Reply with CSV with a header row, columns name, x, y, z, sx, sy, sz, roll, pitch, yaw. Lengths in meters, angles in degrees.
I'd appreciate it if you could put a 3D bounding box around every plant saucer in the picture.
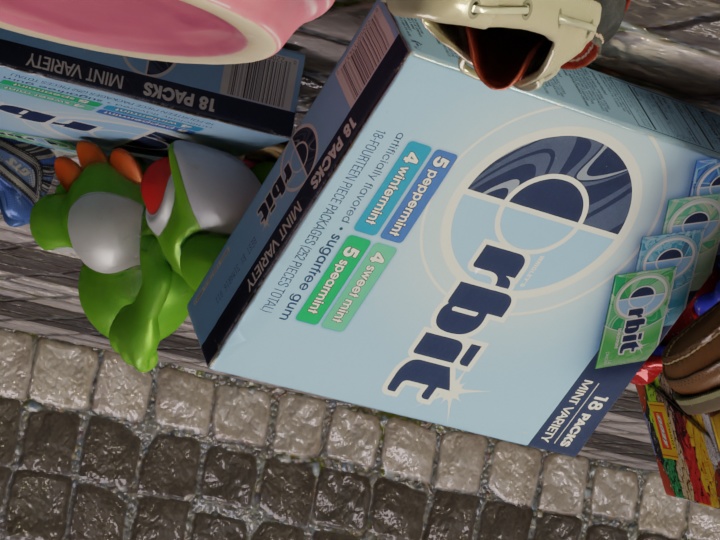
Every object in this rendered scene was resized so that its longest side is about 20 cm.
name,x,y,z,sx,sy,sz,roll,pitch,yaw
plant saucer,-0.099,-0.119,0.937,0.199,0.051,0.201,10,172,1

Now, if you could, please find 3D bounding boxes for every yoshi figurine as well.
name,x,y,z,sx,sy,sz,roll,pitch,yaw
yoshi figurine,-0.078,-0.004,1.252,0.199,0.113,0.112,7,180,44

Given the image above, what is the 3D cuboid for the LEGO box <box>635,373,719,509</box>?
name,x,y,z,sx,sy,sz,roll,pitch,yaw
LEGO box,0.261,0.060,1.354,0.198,0.078,0.149,-16,180,-6

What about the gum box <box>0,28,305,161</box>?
name,x,y,z,sx,sy,sz,roll,pitch,yaw
gum box,-0.139,-0.092,1.232,0.169,0.045,0.200,13,172,-19

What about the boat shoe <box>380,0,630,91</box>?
name,x,y,z,sx,sy,sz,roll,pitch,yaw
boat shoe,0.049,-0.094,0.871,0.071,0.063,0.200,6,173,15

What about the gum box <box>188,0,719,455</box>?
name,x,y,z,sx,sy,sz,roll,pitch,yaw
gum box,0.053,-0.012,1.087,0.199,0.170,0.045,15,-148,-31

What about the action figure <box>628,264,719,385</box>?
name,x,y,z,sx,sy,sz,roll,pitch,yaw
action figure,0.171,0.008,1.170,0.051,0.066,0.200,24,141,-28

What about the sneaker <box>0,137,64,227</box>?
name,x,y,z,sx,sy,sz,roll,pitch,yaw
sneaker,-0.261,-0.072,1.402,0.198,0.086,0.077,12,173,-8

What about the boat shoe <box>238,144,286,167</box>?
name,x,y,z,sx,sy,sz,roll,pitch,yaw
boat shoe,-0.051,-0.034,1.444,0.069,0.074,0.200,13,174,28

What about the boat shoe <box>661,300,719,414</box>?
name,x,y,z,sx,sy,sz,roll,pitch,yaw
boat shoe,0.192,-0.012,1.058,0.068,0.072,0.200,46,125,-9
